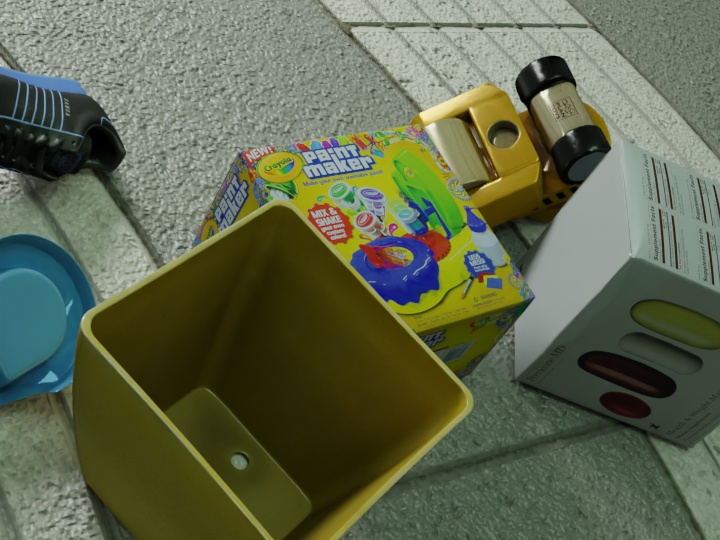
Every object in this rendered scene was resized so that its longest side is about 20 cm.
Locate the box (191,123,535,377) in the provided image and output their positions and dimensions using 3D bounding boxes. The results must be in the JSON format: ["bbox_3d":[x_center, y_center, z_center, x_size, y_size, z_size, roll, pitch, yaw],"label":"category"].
[{"bbox_3d":[0.000,0.000,1.005,0.198,0.122,0.194,-14,62,-39],"label":"box"}]

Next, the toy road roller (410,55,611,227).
[{"bbox_3d":[0.153,-0.102,1.208,0.197,0.146,0.124,-22,61,0],"label":"toy road roller"}]

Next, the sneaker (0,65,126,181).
[{"bbox_3d":[-0.262,-0.108,0.941,0.078,0.070,0.199,46,27,15],"label":"sneaker"}]

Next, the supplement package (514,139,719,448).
[{"bbox_3d":[0.270,0.027,1.099,0.197,0.192,0.148,21,45,-14],"label":"supplement package"}]

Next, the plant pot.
[{"bbox_3d":[-0.079,0.110,0.826,0.200,0.177,0.199,46,46,9],"label":"plant pot"}]

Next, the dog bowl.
[{"bbox_3d":[-0.270,0.053,0.820,0.199,0.049,0.113,-35,106,-44],"label":"dog bowl"}]
